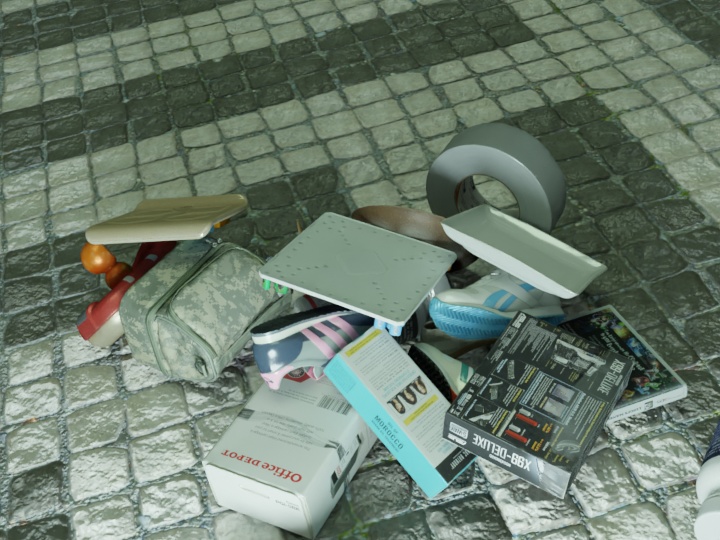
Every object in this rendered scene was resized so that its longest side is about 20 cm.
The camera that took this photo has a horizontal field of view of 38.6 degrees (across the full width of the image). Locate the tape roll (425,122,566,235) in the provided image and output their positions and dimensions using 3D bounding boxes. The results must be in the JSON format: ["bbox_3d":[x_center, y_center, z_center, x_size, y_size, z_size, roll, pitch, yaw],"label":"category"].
[{"bbox_3d":[0.197,-0.113,1.503,0.199,0.202,0.066,14,43,26],"label":"tape roll"}]

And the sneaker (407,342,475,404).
[{"bbox_3d":[0.141,0.159,1.297,0.093,0.071,0.200,-10,38,-40],"label":"sneaker"}]

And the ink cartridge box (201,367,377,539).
[{"bbox_3d":[-0.076,0.210,1.259,0.146,0.083,0.200,13,44,26],"label":"ink cartridge box"}]

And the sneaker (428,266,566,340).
[{"bbox_3d":[0.171,0.039,1.339,0.198,0.077,0.081,2,60,-30],"label":"sneaker"}]

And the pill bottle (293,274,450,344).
[{"bbox_3d":[0.019,0.055,1.404,0.198,0.115,0.114,-22,41,-16],"label":"pill bottle"}]

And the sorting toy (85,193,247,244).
[{"bbox_3d":[-0.274,-0.069,1.484,0.183,0.037,0.200,-3,16,11],"label":"sorting toy"}]

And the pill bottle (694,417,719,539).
[{"bbox_3d":[0.434,0.219,1.126,0.110,0.112,0.200,15,45,27],"label":"pill bottle"}]

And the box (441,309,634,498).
[{"bbox_3d":[0.211,0.150,1.207,0.157,0.050,0.200,24,47,21],"label":"box"}]

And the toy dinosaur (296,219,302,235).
[{"bbox_3d":[-0.029,-0.003,1.483,0.198,0.107,0.060,15,8,-27],"label":"toy dinosaur"}]

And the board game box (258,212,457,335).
[{"bbox_3d":[0.000,0.000,1.326,0.198,0.026,0.200,19,33,18],"label":"board game box"}]

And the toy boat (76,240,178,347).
[{"bbox_3d":[-0.352,0.006,1.500,0.130,0.131,0.200,-34,12,49],"label":"toy boat"}]

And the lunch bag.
[{"bbox_3d":[-0.208,0.055,1.432,0.167,0.140,0.200,20,46,27],"label":"lunch bag"}]

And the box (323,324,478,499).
[{"bbox_3d":[0.053,0.166,1.230,0.082,0.049,0.200,-33,78,-38],"label":"box"}]

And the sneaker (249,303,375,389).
[{"bbox_3d":[-0.043,0.090,1.288,0.198,0.083,0.070,-13,10,-26],"label":"sneaker"}]

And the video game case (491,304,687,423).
[{"bbox_3d":[0.287,0.126,1.319,0.180,0.024,0.200,-17,31,-8],"label":"video game case"}]

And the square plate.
[{"bbox_3d":[0.218,-0.024,1.368,0.199,0.029,0.198,29,21,17],"label":"square plate"}]

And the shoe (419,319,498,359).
[{"bbox_3d":[0.163,0.066,1.390,0.199,0.054,0.070,-24,23,-25],"label":"shoe"}]

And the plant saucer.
[{"bbox_3d":[0.078,-0.037,1.470,0.198,0.200,0.037,10,74,22],"label":"plant saucer"}]
